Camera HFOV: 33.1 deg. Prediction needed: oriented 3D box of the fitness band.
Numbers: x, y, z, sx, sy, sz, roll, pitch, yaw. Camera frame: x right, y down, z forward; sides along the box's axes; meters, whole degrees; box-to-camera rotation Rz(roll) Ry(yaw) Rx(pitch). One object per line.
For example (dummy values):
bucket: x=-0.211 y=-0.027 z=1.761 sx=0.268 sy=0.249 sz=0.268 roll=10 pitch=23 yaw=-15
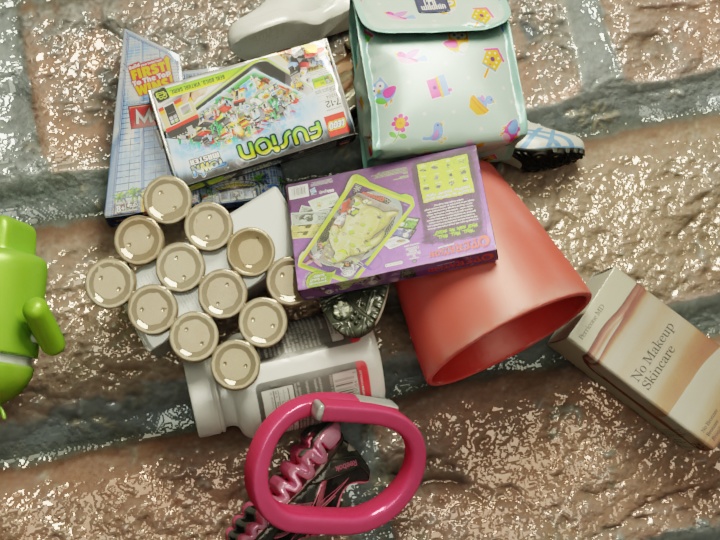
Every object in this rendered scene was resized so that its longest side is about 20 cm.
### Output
fitness band: x=-0.022 y=0.197 z=1.218 sx=0.198 sy=0.037 sz=0.146 roll=10 pitch=103 yaw=-32

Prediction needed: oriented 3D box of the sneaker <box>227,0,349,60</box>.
sneaker: x=-0.068 y=-0.299 z=1.349 sx=0.198 sy=0.075 sz=0.089 roll=-24 pitch=73 yaw=-21

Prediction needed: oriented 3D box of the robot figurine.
robot figurine: x=-0.383 y=0.047 z=1.235 sx=0.173 sy=0.116 sz=0.203 roll=5 pitch=82 yaw=11

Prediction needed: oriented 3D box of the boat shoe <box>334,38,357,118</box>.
boat shoe: x=0.013 y=-0.235 z=1.344 sx=0.199 sy=0.076 sz=0.072 roll=-40 pitch=86 yaw=-12

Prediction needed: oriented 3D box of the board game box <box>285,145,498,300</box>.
board game box: x=0.029 y=-0.048 z=1.196 sx=0.197 sy=0.032 sz=0.122 roll=-11 pitch=59 yaw=6

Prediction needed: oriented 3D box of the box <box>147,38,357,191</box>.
box: x=-0.113 y=-0.163 z=1.275 sx=0.197 sy=0.035 sz=0.112 roll=-18 pitch=84 yaw=-9

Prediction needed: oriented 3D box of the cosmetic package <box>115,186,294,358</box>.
cosmetic package: x=-0.152 y=0.003 z=1.272 sx=0.198 sy=0.113 sz=0.082 roll=-31 pitch=86 yaw=-8

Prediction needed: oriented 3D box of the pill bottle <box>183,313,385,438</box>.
pill bottle: x=-0.080 y=0.111 z=1.263 sx=0.197 sy=0.111 sz=0.112 roll=-12 pitch=83 yaw=-8

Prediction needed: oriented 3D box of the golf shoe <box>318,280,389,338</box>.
golf shoe: x=0.000 y=0.000 z=1.256 sx=0.076 sy=0.089 sz=0.202 roll=-14 pitch=45 yaw=10

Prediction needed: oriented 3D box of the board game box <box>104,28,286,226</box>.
board game box: x=-0.190 y=-0.164 z=1.316 sx=0.197 sy=0.062 sz=0.203 roll=-9 pitch=84 yaw=-8

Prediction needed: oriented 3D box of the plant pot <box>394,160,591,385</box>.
plant pot: x=0.116 y=-0.002 z=1.271 sx=0.198 sy=0.201 sz=0.179 roll=-25 pitch=74 yaw=-9

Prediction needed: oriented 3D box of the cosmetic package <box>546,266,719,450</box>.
cosmetic package: x=0.317 y=0.097 z=1.323 sx=0.199 sy=0.087 sz=0.104 roll=35 pitch=81 yaw=0

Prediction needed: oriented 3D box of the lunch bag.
lunch bag: x=0.074 y=-0.214 z=1.257 sx=0.168 sy=0.122 sz=0.203 roll=-5 pitch=82 yaw=-6

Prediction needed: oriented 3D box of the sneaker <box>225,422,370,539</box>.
sneaker: x=-0.066 y=0.257 z=1.270 sx=0.095 sy=0.079 sz=0.200 roll=43 pitch=82 yaw=-16

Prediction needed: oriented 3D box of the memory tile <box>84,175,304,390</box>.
memory tile: x=-0.158 y=0.011 z=1.206 sx=0.199 sy=0.017 sz=0.154 roll=33 pitch=80 yaw=0

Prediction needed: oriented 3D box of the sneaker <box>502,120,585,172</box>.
sneaker: x=0.157 y=-0.154 z=1.351 sx=0.197 sy=0.072 sz=0.074 roll=7 pitch=74 yaw=-9
